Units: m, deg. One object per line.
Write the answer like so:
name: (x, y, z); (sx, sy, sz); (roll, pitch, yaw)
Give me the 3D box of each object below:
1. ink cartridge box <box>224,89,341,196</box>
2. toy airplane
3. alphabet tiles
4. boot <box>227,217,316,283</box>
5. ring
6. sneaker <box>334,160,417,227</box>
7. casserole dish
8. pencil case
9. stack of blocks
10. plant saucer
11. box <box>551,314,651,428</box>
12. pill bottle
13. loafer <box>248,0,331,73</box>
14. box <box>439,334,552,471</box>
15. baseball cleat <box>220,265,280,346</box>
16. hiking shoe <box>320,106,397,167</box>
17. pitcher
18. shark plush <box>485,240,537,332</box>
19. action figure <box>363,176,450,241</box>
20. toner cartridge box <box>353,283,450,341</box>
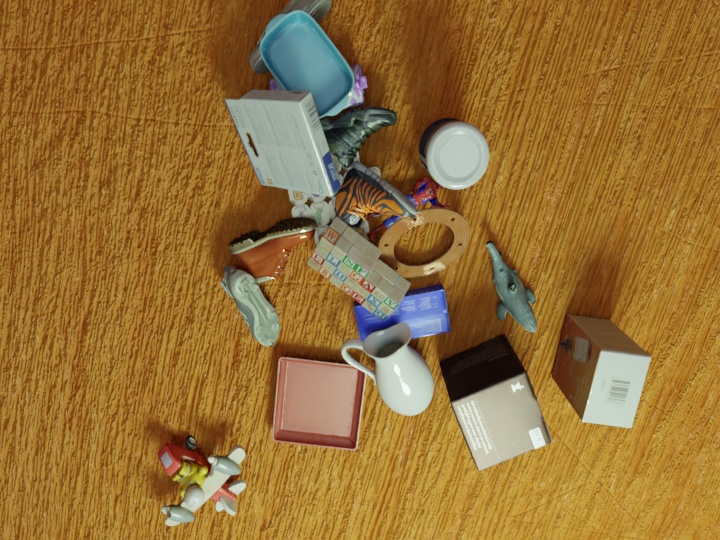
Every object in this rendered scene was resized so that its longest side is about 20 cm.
ink cartridge box: (-0.145, -0.243, 1.196); (0.196, 0.043, 0.199); (15, 139, 36)
toy airplane: (-0.350, 0.481, 1.402); (0.193, 0.141, 0.206); (0, 105, -1)
alphabet tiles: (-0.049, -0.150, 1.303); (0.194, 0.015, 0.201); (-9, 102, 2)
boot: (-0.165, -0.040, 1.299); (0.195, 0.075, 0.109); (-17, 108, 20)
ring: (0.126, -0.057, 1.274); (0.194, 0.020, 0.203); (-9, 142, -7)
sneaker: (0.024, -0.120, 1.219); (0.077, 0.200, 0.113); (28, 100, -44)
casserole dish: (-0.095, -0.371, 1.152); (0.120, 0.039, 0.201); (-38, 94, 5)
pencil case: (-0.085, -0.344, 1.216); (0.194, 0.086, 0.086); (-11, 92, 1)
stack of blocks: (0.000, 0.000, 1.258); (0.198, 0.059, 0.115); (37, 147, -2)
plant saucer: (-0.092, 0.291, 1.408); (0.193, 0.037, 0.206); (6, 105, -2)
box: (0.487, 0.201, 1.301); (0.103, 0.200, 0.157); (7, 105, -4)
pill bottle: (0.168, -0.225, 1.189); (0.112, 0.201, 0.119); (0, 107, -1)
loafer: (-0.143, -0.462, 1.201); (0.199, 0.072, 0.063); (-42, 83, 3)
box: (0.274, 0.269, 1.319); (0.161, 0.200, 0.169); (-22, 104, 6)
baseball cleat: (-0.233, 0.069, 1.338); (0.069, 0.105, 0.204); (-36, 132, -25)
hiking shoe: (-0.017, -0.257, 1.243); (0.194, 0.076, 0.104); (-11, 97, 13)
pitcher: (0.060, 0.212, 1.336); (0.167, 0.123, 0.203); (-6, 130, 26)
shark plush: (0.319, 0.027, 1.315); (0.088, 0.083, 0.205); (-15, 104, 4)
action figure: (0.099, -0.128, 1.261); (0.197, 0.099, 0.066); (-31, 105, -4)
toner cartridge box: (0.089, 0.098, 1.354); (0.194, 0.043, 0.098); (-10, 106, 3)
